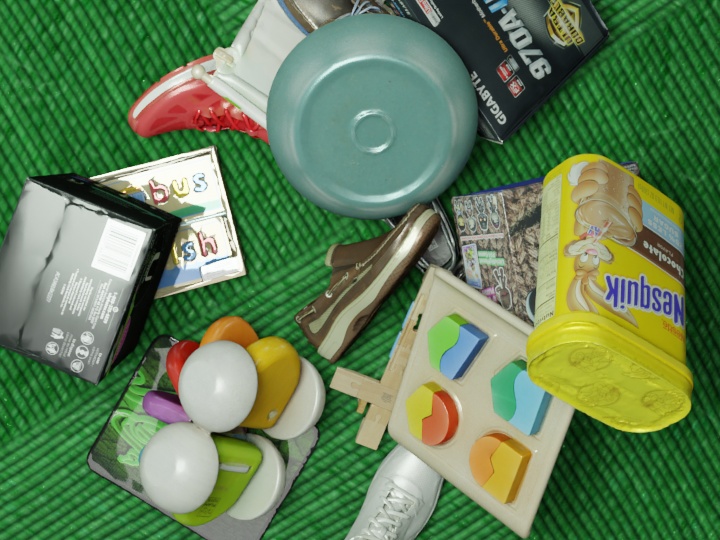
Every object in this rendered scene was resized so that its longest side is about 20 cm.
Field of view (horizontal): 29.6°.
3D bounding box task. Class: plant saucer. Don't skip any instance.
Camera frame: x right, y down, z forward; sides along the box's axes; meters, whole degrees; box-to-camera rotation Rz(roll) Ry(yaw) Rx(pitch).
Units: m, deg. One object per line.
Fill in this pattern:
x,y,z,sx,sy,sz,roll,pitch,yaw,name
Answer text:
0.011,-0.131,1.245,0.197,0.036,0.203,-1,116,-1,plant saucer

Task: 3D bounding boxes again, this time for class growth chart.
-0.053,-0.213,1.294,0.144,0.018,0.201,40,66,-17,growth chart

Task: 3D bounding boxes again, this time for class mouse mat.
-0.160,0.180,1.384,0.198,0.008,0.162,31,94,-2,mouse mat

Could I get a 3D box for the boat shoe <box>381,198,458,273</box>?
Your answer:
0.033,-0.082,1.332,0.073,0.068,0.201,-26,94,2,boat shoe

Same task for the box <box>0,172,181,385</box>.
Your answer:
-0.253,0.001,1.246,0.123,0.200,0.150,22,94,-3,box

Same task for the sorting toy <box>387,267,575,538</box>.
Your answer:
0.108,0.124,1.260,0.184,0.036,0.202,33,123,34,sorting toy

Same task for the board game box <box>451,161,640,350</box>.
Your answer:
0.192,0.011,1.299,0.157,0.097,0.203,-14,95,-23,board game box

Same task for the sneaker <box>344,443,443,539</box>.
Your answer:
0.025,0.259,1.337,0.073,0.116,0.202,30,92,-1,sneaker

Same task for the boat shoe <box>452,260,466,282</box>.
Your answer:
0.116,0.090,1.350,0.073,0.060,0.203,2,95,1,boat shoe

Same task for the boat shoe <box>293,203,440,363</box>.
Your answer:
-0.003,0.002,1.305,0.075,0.075,0.203,41,122,6,boat shoe

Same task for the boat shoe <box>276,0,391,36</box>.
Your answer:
0.001,-0.226,1.265,0.199,0.072,0.073,39,88,-18,boat shoe

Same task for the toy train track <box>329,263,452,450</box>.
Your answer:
0.042,0.083,1.348,0.113,0.033,0.202,21,110,-5,toy train track

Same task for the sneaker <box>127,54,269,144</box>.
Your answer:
-0.119,-0.148,1.314,0.198,0.078,0.117,-26,83,3,sneaker

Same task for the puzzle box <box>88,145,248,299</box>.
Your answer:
-0.222,-0.037,1.356,0.197,0.025,0.135,-15,94,1,puzzle box

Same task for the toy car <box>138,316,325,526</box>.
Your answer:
-0.144,0.140,1.313,0.149,0.174,0.202,29,95,32,toy car

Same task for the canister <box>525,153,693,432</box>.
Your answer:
0.215,0.016,1.167,0.147,0.086,0.202,28,50,-25,canister

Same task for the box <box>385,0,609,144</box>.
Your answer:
0.126,-0.248,1.281,0.159,0.046,0.201,-44,117,-11,box
